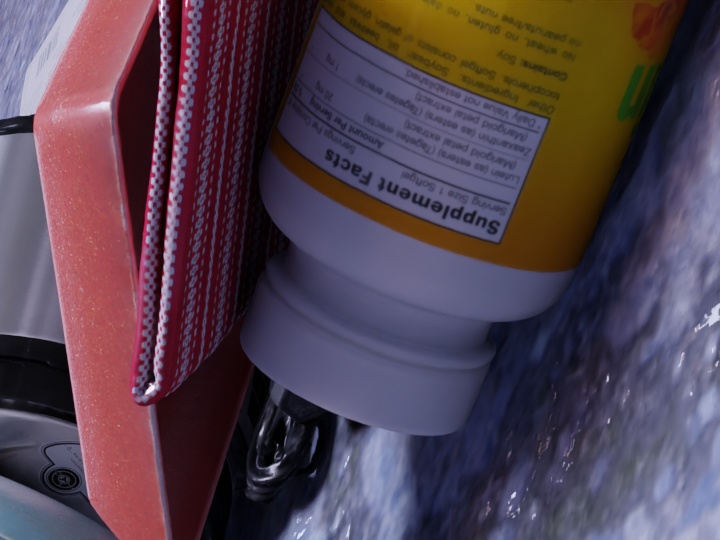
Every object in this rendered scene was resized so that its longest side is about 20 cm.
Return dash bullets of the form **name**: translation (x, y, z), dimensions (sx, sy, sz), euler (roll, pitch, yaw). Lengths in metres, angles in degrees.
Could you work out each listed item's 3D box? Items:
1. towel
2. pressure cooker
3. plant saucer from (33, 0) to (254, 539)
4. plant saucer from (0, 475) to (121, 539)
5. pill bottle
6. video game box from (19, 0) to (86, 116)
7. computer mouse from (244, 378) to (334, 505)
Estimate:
- **towel**: translation (-0.041, -0.051, 0.976), dimensions (0.200, 0.022, 0.145), euler (-53, -30, -71)
- **pressure cooker**: translation (-0.131, 0.060, 1.236), dimensions (0.179, 0.175, 0.201), euler (113, 171, -48)
- **plant saucer**: translation (-0.068, -0.027, 1.015), dimensions (0.200, 0.037, 0.201), euler (-74, -17, -53)
- **plant saucer**: translation (-0.103, 0.123, 1.080), dimensions (0.027, 0.200, 0.200), euler (-60, 13, -20)
- **pill bottle**: translation (0.032, -0.053, 0.959), dimensions (0.111, 0.111, 0.201), euler (-117, 46, -66)
- **video game box**: translation (-0.124, -0.067, 1.432), dimensions (0.200, 0.047, 0.183), euler (132, 150, -54)
- **computer mouse**: translation (0.000, 0.000, 1.123), dimensions (0.200, 0.052, 0.139), euler (116, 163, -65)
